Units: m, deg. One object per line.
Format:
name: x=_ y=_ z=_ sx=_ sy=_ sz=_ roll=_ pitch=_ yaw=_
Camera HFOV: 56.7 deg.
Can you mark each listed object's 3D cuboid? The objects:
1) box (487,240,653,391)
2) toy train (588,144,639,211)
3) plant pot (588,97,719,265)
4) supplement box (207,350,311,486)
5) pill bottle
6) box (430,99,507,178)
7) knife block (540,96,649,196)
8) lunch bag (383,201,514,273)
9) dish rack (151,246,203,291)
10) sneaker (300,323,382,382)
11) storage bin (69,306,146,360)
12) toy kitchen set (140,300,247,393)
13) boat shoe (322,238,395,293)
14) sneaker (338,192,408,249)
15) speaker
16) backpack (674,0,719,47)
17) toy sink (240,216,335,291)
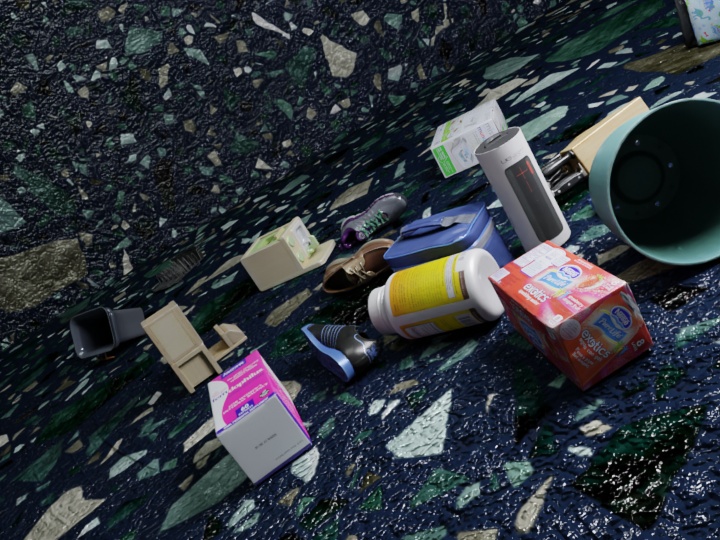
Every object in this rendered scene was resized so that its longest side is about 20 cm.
box: x=0.250 y=0.047 z=0.822 sx=0.100 sy=0.096 sz=0.200 roll=-32 pitch=19 yaw=-1
toy train: x=0.437 y=-0.158 z=1.143 sx=0.046 sy=0.034 sz=0.200 roll=-14 pitch=24 yaw=49
plant pot: x=0.397 y=-0.118 z=0.880 sx=0.200 sy=0.201 sz=0.161 roll=-29 pitch=8 yaw=5
supplement box: x=-0.159 y=0.216 z=1.017 sx=0.101 sy=0.103 sz=0.200 roll=-35 pitch=18 yaw=-8
pill bottle: x=0.112 y=0.042 z=1.023 sx=0.200 sy=0.109 sz=0.109 roll=-17 pitch=23 yaw=34
box: x=0.288 y=-0.350 z=1.748 sx=0.176 sy=0.097 sz=0.200 roll=-23 pitch=21 yaw=22
knife block: x=0.416 y=-0.210 z=1.202 sx=0.200 sy=0.064 sz=0.176 roll=-33 pitch=6 yaw=46
lunch bag: x=0.139 y=-0.031 z=1.129 sx=0.200 sy=0.132 sz=0.136 roll=-14 pitch=26 yaw=40
dish rack: x=-0.659 y=0.000 z=2.381 sx=0.153 sy=0.055 sz=0.200 roll=-19 pitch=23 yaw=35
sneaker: x=-0.033 y=0.124 z=1.116 sx=0.078 sy=0.070 sz=0.200 roll=-32 pitch=24 yaw=-16
storage bin: x=-0.721 y=0.180 z=1.938 sx=0.200 sy=0.146 sz=0.134 roll=-17 pitch=-4 yaw=37
toy kitchen set: x=-0.361 y=0.121 z=1.433 sx=0.163 sy=0.181 sz=0.200 roll=-36 pitch=24 yaw=-16
boat shoe: x=0.000 y=0.000 z=1.367 sx=0.200 sy=0.076 sz=0.072 roll=-29 pitch=21 yaw=37
sneaker: x=0.032 y=-0.110 z=1.611 sx=0.200 sy=0.074 sz=0.088 roll=-30 pitch=31 yaw=34
speaker: x=0.261 y=-0.127 z=1.075 sx=0.081 sy=0.200 sz=0.081 roll=-28 pitch=19 yaw=11
backpack: x=0.820 y=-0.594 z=1.491 sx=0.200 sy=0.163 sz=0.154 roll=-10 pitch=36 yaw=32
toy sink: x=-0.185 y=-0.053 z=1.704 sx=0.200 sy=0.112 sz=0.130 roll=-22 pitch=21 yaw=25
